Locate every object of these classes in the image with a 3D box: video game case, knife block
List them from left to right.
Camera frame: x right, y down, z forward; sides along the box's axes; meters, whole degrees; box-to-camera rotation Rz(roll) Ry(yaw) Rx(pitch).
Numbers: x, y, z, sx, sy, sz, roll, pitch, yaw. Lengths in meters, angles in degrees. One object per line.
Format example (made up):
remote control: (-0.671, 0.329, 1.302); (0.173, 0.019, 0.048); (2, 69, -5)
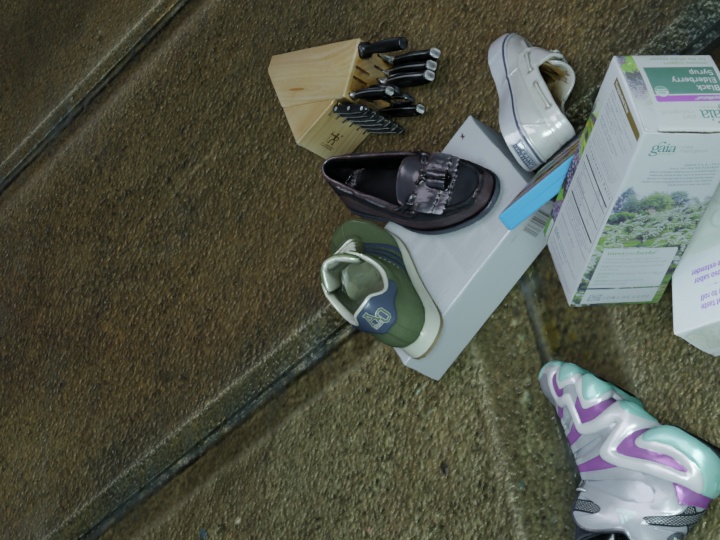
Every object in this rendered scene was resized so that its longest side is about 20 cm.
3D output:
knife block: (-0.003, -0.209, 1.720); (0.176, 0.064, 0.200); (-46, 40, 21)
video game case: (0.196, -0.109, 1.354); (0.143, 0.018, 0.200); (-40, 2, 29)

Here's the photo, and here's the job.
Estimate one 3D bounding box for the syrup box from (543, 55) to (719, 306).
syrup box: (0.207, -0.065, 1.221); (0.201, 0.078, 0.082); (105, 158, -48)

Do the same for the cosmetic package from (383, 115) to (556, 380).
cosmetic package: (0.087, -0.022, 1.511); (0.200, 0.052, 0.151); (-52, 40, 16)

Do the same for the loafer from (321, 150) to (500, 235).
loafer: (0.040, -0.078, 1.504); (0.199, 0.063, 0.072); (5, 69, 50)

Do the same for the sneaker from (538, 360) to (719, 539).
sneaker: (0.181, 0.161, 1.267); (0.200, 0.078, 0.140); (33, 95, 54)

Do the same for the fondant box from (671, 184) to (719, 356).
fondant box: (0.312, -0.050, 1.251); (0.144, 0.058, 0.201); (-23, 54, 41)

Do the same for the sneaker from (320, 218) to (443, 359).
sneaker: (0.000, 0.000, 1.487); (0.067, 0.090, 0.200); (-54, 36, 15)

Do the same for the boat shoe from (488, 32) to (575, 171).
boat shoe: (0.162, -0.166, 1.471); (0.070, 0.071, 0.200); (-30, 26, 20)
